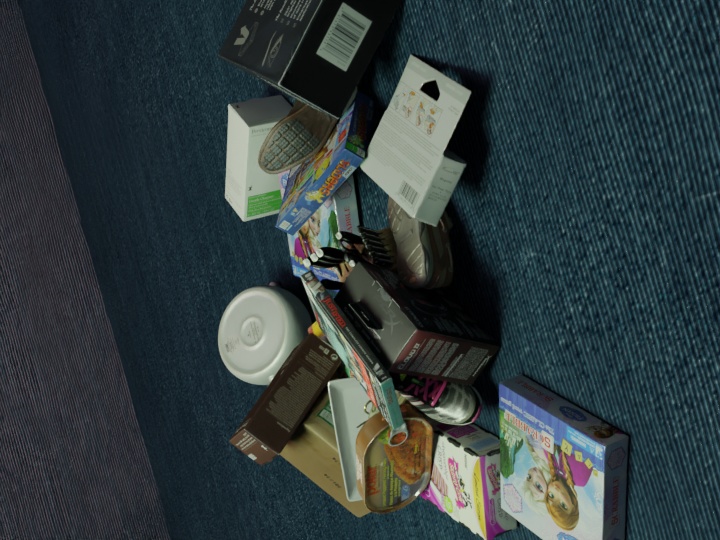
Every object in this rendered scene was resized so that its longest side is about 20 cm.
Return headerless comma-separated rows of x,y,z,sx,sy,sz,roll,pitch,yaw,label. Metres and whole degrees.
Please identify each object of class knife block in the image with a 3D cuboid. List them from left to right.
0.000,0.000,1.438,0.200,0.175,0.064,107,141,-64,knife block

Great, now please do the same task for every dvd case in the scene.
-0.011,0.107,1.342,0.200,0.022,0.146,51,167,31,dvd case

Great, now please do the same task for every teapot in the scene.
-0.157,0.129,1.877,0.197,0.146,0.200,18,88,36,teapot

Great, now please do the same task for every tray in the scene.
0.017,0.251,1.535,0.022,0.107,0.200,-99,0,-76,tray

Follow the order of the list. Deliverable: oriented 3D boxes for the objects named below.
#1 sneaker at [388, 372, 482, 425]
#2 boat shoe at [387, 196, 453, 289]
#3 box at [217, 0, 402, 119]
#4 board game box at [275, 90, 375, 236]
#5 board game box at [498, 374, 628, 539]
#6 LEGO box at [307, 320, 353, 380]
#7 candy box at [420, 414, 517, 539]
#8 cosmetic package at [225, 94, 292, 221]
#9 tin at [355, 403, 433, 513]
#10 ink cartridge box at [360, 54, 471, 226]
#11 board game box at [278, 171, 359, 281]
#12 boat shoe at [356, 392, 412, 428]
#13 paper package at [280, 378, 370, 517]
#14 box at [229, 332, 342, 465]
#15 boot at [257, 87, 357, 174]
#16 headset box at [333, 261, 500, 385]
0.075,0.151,1.395,0.200,0.087,0.074,33,93,24,sneaker
0.087,-0.063,1.380,0.076,0.072,0.200,-32,53,50,boat shoe
-0.072,-0.341,1.393,0.200,0.117,0.197,35,98,50,box
-0.054,-0.158,1.500,0.200,0.034,0.135,-43,27,42,board game box
0.253,0.261,1.278,0.200,0.041,0.200,29,129,55,board game box
0.002,0.123,1.639,0.149,0.077,0.200,68,153,12,LEGO box
0.144,0.292,1.481,0.200,0.061,0.137,19,120,57,candy box
-0.174,-0.198,1.768,0.085,0.108,0.200,51,146,38,cosmetic package
0.047,0.274,1.453,0.042,0.112,0.200,48,149,42,tin
0.082,-0.175,1.322,0.174,0.044,0.200,-64,29,15,ink cartridge box
-0.066,-0.074,1.683,0.200,0.041,0.200,17,119,58,board game box
0.057,0.193,1.485,0.063,0.200,0.073,34,177,41,boat shoe
-0.019,0.297,1.659,0.200,0.103,0.191,40,149,-2,paper package
-0.118,0.205,1.603,0.075,0.200,0.100,36,150,-6,box
-0.075,-0.229,1.507,0.075,0.200,0.097,42,-160,-15,boot
0.068,0.071,1.345,0.075,0.200,0.149,-56,49,18,headset box
